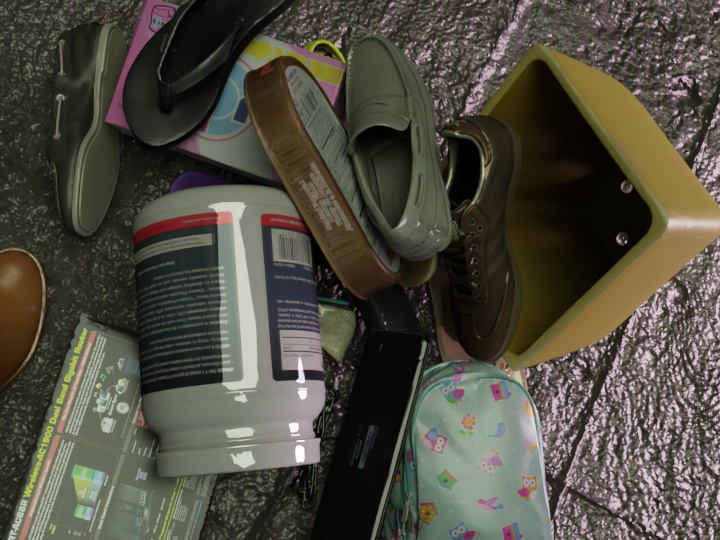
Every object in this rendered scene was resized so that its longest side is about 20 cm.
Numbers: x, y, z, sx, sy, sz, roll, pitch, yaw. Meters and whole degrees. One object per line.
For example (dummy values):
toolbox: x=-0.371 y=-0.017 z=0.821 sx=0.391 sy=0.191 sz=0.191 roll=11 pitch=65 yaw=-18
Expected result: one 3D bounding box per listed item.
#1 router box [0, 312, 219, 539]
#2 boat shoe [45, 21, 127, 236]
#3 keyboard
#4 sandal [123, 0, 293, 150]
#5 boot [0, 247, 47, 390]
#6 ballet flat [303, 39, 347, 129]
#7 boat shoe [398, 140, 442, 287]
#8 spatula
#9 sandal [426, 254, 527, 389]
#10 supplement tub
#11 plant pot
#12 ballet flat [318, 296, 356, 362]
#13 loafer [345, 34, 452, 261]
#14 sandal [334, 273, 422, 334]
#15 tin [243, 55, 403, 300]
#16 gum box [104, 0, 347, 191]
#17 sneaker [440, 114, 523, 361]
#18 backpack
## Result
router box: x=-0.190 y=0.155 z=0.790 sx=0.148 sy=0.062 sz=0.203 roll=19 pitch=73 yaw=-11
boat shoe: x=-0.248 y=-0.124 z=0.850 sx=0.056 sy=0.067 sz=0.203 roll=-1 pitch=71 yaw=12
keyboard: x=-0.005 y=0.146 z=0.810 sx=0.020 sy=0.126 sz=0.203 roll=26 pitch=75 yaw=-37
sandal: x=-0.127 y=-0.190 z=0.785 sx=0.076 sy=0.043 sz=0.201 roll=37 pitch=92 yaw=5
boot: x=-0.304 y=0.058 z=0.735 sx=0.076 sy=0.155 sz=0.202 roll=29 pitch=71 yaw=-5
ballet flat: x=-0.015 y=-0.123 z=0.902 sx=0.066 sy=0.067 sz=0.203 roll=-16 pitch=81 yaw=-21
boat shoe: x=0.045 y=-0.085 z=0.851 sx=0.065 sy=0.071 sz=0.203 roll=7 pitch=68 yaw=-51
spatula: x=-0.082 y=-0.034 z=0.886 sx=0.197 sy=0.021 sz=0.057 roll=22 pitch=84 yaw=-11
sandal: x=0.106 y=0.036 z=0.892 sx=0.077 sy=0.070 sz=0.215 roll=-18 pitch=82 yaw=-18
supplement tub: x=-0.098 y=0.048 z=0.730 sx=0.138 sy=0.140 sz=0.204 roll=-2 pitch=80 yaw=-15
plant pot: x=0.208 y=-0.051 z=0.861 sx=0.198 sy=0.195 sz=0.197 roll=0 pitch=52 yaw=-41
ballet flat: x=-0.099 y=0.038 z=0.844 sx=0.197 sy=0.067 sz=0.063 roll=14 pitch=86 yaw=-10
loafer: x=0.023 y=-0.105 z=0.754 sx=0.069 sy=0.070 sz=0.203 roll=-27 pitch=62 yaw=23
sandal: x=0.000 y=0.001 z=0.860 sx=0.076 sy=0.042 sz=0.203 roll=-36 pitch=111 yaw=-53
tin: x=-0.024 y=-0.072 z=0.751 sx=0.041 sy=0.112 sz=0.202 roll=-23 pitch=110 yaw=21
gum box: x=-0.117 y=-0.150 z=0.847 sx=0.197 sy=0.066 sz=0.115 roll=19 pitch=89 yaw=6
sneaker: x=0.086 y=-0.025 z=0.794 sx=0.075 sy=0.070 sz=0.204 roll=-1 pitch=92 yaw=-42
backpack: x=0.092 y=0.179 z=0.821 sx=0.164 sy=0.127 sz=0.204 roll=-1 pitch=80 yaw=-16
